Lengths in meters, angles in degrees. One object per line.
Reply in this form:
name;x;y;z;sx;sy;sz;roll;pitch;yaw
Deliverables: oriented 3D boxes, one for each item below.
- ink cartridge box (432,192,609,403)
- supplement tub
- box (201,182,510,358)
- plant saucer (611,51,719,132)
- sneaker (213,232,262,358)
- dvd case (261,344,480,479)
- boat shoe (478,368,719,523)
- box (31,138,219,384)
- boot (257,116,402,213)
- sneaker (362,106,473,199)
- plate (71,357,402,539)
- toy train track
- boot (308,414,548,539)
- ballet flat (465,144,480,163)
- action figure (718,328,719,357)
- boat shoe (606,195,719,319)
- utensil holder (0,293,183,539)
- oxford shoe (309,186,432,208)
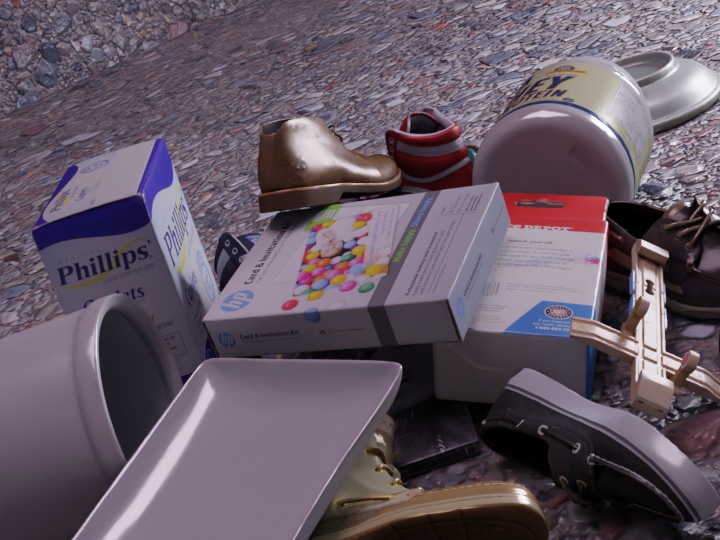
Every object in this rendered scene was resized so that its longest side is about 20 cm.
ink cartridge box;0.129;0.016;0.949;0.114;0.068;0.201;4;33;15
supplement tub;0.194;-0.110;1.142;0.143;0.147;0.200;-9;22;25
box;0.000;0.000;0.926;0.197;0.042;0.157;-7;31;27
plant saucer;0.311;-0.207;1.408;0.197;0.051;0.201;-18;21;7
sneaker;-0.062;0.000;1.071;0.069;0.110;0.199;-1;-20;-41
dvd case;0.000;0.094;0.951;0.147;0.016;0.201;-20;34;2
boat shoe;0.143;0.119;0.769;0.057;0.069;0.200;-44;25;-10
box;-0.206;0.005;1.145;0.103;0.203;0.184;-17;21;3
boot;-0.022;-0.096;1.053;0.073;0.077;0.199;-8;3;29
sneaker;0.029;-0.094;1.189;0.198;0.114;0.071;-4;22;40
plate;-0.083;0.139;0.781;0.198;0.032;0.201;-3;43;43
toy train track;0.206;0.028;0.859;0.113;0.033;0.201;23;33;-2
boot;0.021;0.140;0.788;0.197;0.073;0.156;-20;27;17
ballet flat;0.074;-0.070;1.266;0.199;0.073;0.072;-23;13;45
action figure;0.335;0.015;0.832;0.198;0.070;0.130;-28;17;-27
boat shoe;0.252;-0.015;0.965;0.074;0.074;0.199;-32;24;-28
utensil holder;-0.248;0.130;0.935;0.197;0.172;0.170;-18;21;9
oxford shoe;0.019;-0.026;1.116;0.198;0.073;0.085;-2;44;45
